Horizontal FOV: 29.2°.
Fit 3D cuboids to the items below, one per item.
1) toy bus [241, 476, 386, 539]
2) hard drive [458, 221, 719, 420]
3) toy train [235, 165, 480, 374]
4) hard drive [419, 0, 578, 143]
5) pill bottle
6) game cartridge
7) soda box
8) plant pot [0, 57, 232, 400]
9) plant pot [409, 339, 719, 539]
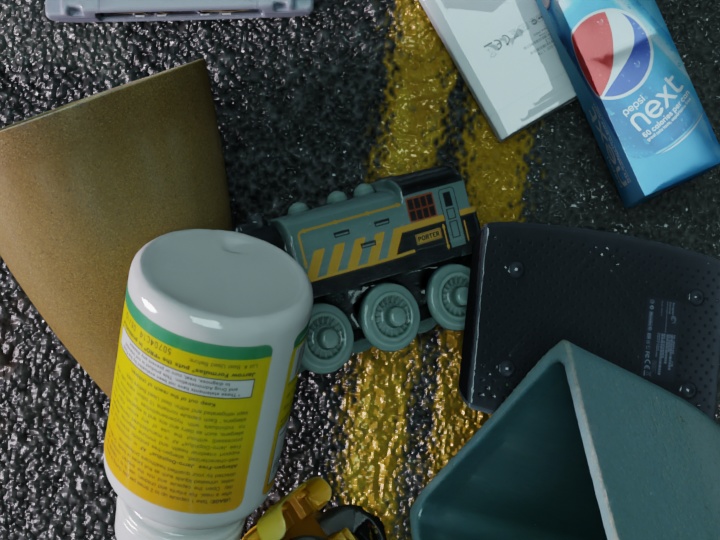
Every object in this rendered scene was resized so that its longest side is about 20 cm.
[{"bbox_3d":[-0.046,0.271,0.937,0.191,0.136,0.201,-35,84,15],"label":"toy bus"},{"bbox_3d":[0.159,0.042,0.950,0.198,0.042,0.137,8,85,-24],"label":"hard drive"},{"bbox_3d":[0.000,0.000,0.947,0.198,0.085,0.115,-16,93,-25],"label":"toy train"},{"bbox_3d":[0.110,-0.214,1.014,0.131,0.027,0.202,-29,86,-1],"label":"hard drive"},{"bbox_3d":[-0.100,0.086,0.857,0.111,0.113,0.202,14,119,3],"label":"pill bottle"},{"bbox_3d":[-0.133,-0.253,1.018,0.197,0.041,0.135,-1,89,1],"label":"game cartridge"},{"bbox_3d":[0.178,-0.150,0.960,0.064,0.068,0.202,-24,86,-1],"label":"soda box"},{"bbox_3d":[-0.160,-0.019,0.940,0.184,0.186,0.202,-19,100,0],"label":"plant pot"},{"bbox_3d":[0.172,0.199,0.874,0.198,0.197,0.197,17,41,-23],"label":"plant pot"}]
